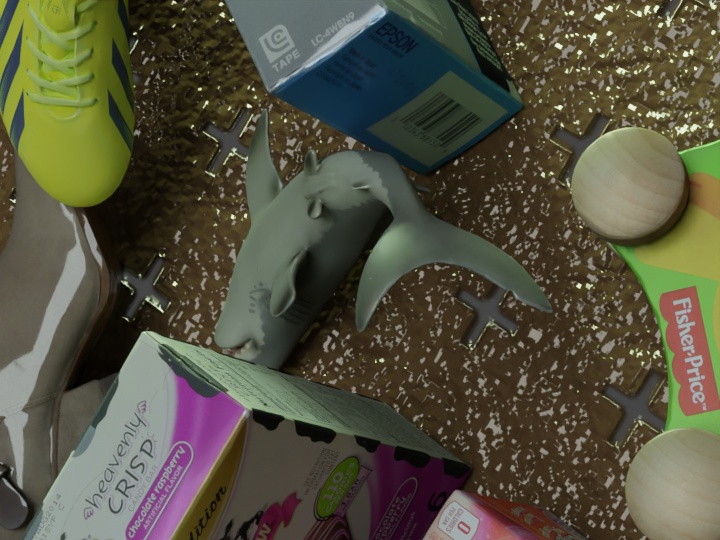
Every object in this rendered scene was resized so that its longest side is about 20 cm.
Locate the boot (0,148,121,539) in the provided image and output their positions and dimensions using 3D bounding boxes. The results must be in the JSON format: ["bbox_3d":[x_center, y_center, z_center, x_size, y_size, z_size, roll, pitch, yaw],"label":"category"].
[{"bbox_3d":[-0.178,0.035,0.923,0.146,0.070,0.201,-23,78,0],"label":"boot"}]

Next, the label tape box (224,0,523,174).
[{"bbox_3d":[-0.019,-0.153,0.857,0.066,0.143,0.201,-31,66,19],"label":"label tape box"}]

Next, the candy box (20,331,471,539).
[{"bbox_3d":[-0.048,0.111,0.783,0.061,0.200,0.137,33,96,30],"label":"candy box"}]

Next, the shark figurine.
[{"bbox_3d":[0.009,-0.016,0.837,0.214,0.089,0.129,-24,58,61],"label":"shark figurine"}]

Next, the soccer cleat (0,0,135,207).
[{"bbox_3d":[-0.129,-0.121,0.849,0.064,0.084,0.201,-2,107,-13],"label":"soccer cleat"}]

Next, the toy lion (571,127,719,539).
[{"bbox_3d":[0.189,0.002,0.766,0.191,0.069,0.201,-13,73,17],"label":"toy lion"}]

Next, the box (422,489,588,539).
[{"bbox_3d":[0.040,0.200,0.777,0.103,0.095,0.200,36,97,28],"label":"box"}]
